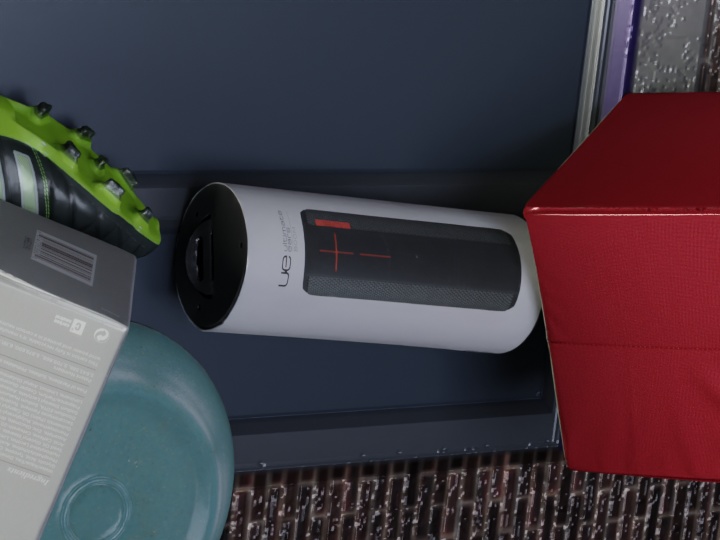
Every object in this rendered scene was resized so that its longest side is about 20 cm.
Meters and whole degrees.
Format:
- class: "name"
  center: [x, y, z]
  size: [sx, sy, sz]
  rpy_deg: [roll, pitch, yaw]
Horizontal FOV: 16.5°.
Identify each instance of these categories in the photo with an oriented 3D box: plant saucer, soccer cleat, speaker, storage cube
- class: "plant saucer"
  center: [-0.148, 0.126, 1.337]
  size: [0.199, 0.036, 0.201]
  rpy_deg: [-10, 110, -29]
- class: "soccer cleat"
  center: [-0.187, -0.049, 1.251]
  size: [0.200, 0.068, 0.081]
  rpy_deg: [31, 110, -39]
- class: "speaker"
  center: [0.000, 0.000, 1.367]
  size: [0.199, 0.081, 0.081]
  rpy_deg: [6, 101, -33]
- class: "storage cube"
  center: [0.214, 0.006, 1.404]
  size: [0.200, 0.179, 0.171]
  rpy_deg: [-45, 130, -52]

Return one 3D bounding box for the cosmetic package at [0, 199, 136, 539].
- class: "cosmetic package"
  center: [-0.182, 0.080, 1.212]
  size: [0.090, 0.107, 0.200]
  rpy_deg: [24, 105, -12]
